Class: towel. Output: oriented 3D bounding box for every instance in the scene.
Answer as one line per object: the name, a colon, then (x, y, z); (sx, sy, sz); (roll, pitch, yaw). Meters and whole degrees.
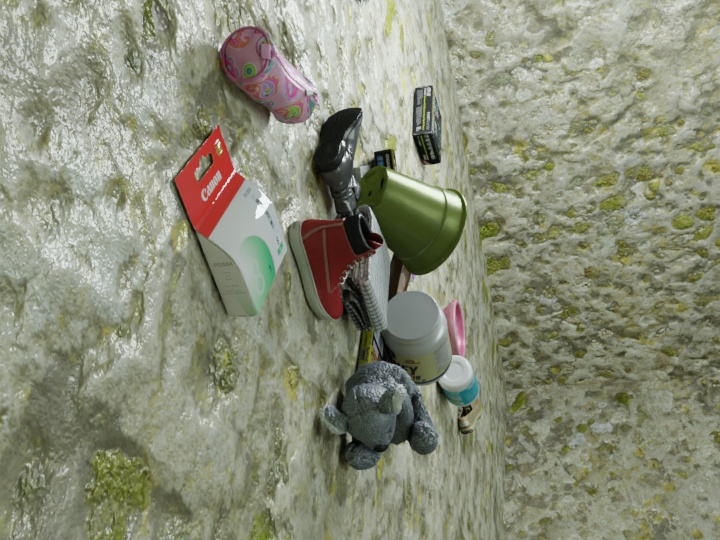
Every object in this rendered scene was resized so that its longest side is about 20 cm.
towel: (0.000, 0.000, 1.467); (0.166, 0.085, 0.201); (67, 21, -51)

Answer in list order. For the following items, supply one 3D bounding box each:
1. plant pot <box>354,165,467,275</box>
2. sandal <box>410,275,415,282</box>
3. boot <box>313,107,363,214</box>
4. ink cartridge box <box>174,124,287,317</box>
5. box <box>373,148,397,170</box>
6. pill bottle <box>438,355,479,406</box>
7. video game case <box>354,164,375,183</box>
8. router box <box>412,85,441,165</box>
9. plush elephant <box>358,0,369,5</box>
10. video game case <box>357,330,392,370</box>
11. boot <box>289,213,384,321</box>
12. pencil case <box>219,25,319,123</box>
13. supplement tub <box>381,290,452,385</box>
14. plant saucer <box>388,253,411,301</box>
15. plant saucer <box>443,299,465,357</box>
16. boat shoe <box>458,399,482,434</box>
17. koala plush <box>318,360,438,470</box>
plant pot: (0.085, -0.120, 1.583); (0.189, 0.199, 0.201); (28, 50, -31)
sandal: (0.144, -0.061, 2.055); (0.083, 0.049, 0.204); (56, 32, -60)
boot: (-0.030, -0.209, 1.464); (0.201, 0.069, 0.132); (-66, 146, -39)
ink cartridge box: (-0.158, -0.066, 0.991); (0.161, 0.050, 0.201); (-73, 155, -55)
box: (0.069, -0.176, 1.783); (0.160, 0.049, 0.202); (-41, 124, -82)
pill bottle: (0.303, 0.348, 2.359); (0.200, 0.110, 0.112); (60, 28, -54)
video game case: (0.024, -0.133, 1.713); (0.143, 0.018, 0.202); (-35, 118, -73)
router box: (0.212, -0.456, 2.420); (0.150, 0.062, 0.201); (63, 26, -54)
plush elephant: (0.053, -0.734, 1.784); (0.165, 0.153, 0.202); (-49, 131, -69)
video game case: (0.033, 0.228, 1.601); (0.182, 0.025, 0.201); (-81, 159, -43)
boot: (-0.023, -0.001, 1.269); (0.073, 0.143, 0.201); (-79, 158, -51)
pencil case: (-0.126, -0.277, 1.114); (0.200, 0.087, 0.088); (26, 60, -71)
supplement tub: (0.124, 0.150, 1.703); (0.201, 0.144, 0.146); (72, 19, -53)
plant saucer: (0.090, 0.007, 1.778); (0.200, 0.036, 0.202); (14, 90, -81)
plant saucer: (0.307, 0.199, 2.537); (0.200, 0.050, 0.203); (-7, 90, -74)
boat shoe: (0.376, 0.482, 2.658); (0.200, 0.071, 0.077); (-54, 124, -67)
koala plush: (0.021, 0.242, 1.319); (0.200, 0.176, 0.185); (29, 45, -70)
